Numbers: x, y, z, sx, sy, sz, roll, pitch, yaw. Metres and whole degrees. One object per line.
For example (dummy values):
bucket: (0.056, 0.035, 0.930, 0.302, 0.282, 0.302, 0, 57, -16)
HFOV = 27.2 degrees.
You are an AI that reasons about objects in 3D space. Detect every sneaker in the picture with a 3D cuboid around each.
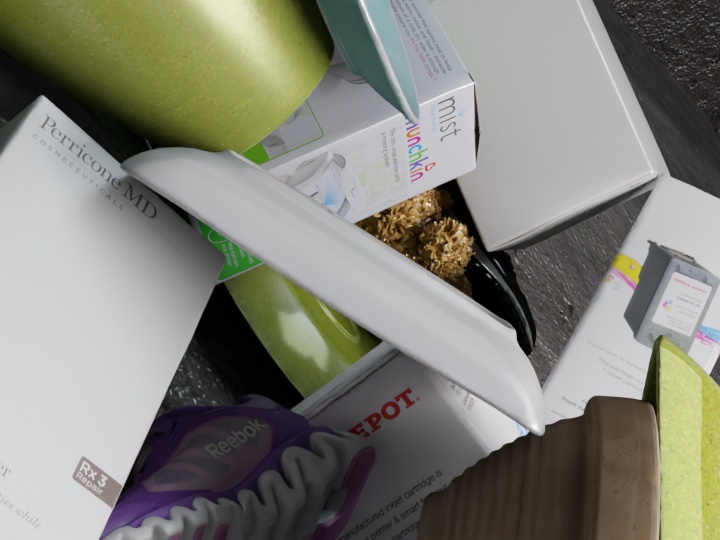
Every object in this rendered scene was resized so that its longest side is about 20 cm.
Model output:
sneaker: (-0.082, 0.109, 0.707, 0.088, 0.081, 0.199, 36, 30, 24)
sneaker: (0.080, -0.030, 1.056, 0.088, 0.075, 0.201, -52, 120, -33)

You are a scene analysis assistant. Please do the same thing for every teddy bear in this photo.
teddy bear: (0.018, -0.026, 0.977, 0.144, 0.201, 0.067, 25, 54, 24)

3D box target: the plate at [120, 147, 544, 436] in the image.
plate: (0.000, 0.000, 0.672, 0.198, 0.033, 0.200, 32, 2, 3)

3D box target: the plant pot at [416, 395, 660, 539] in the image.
plant pot: (0.065, 0.150, 0.617, 0.201, 0.091, 0.204, 7, 90, -85)

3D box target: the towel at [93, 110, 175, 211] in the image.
towel: (-0.180, -0.077, 0.815, 0.199, 0.048, 0.173, 24, 38, -54)

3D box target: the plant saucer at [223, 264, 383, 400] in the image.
plant saucer: (-0.028, 0.030, 0.952, 0.201, 0.031, 0.200, 51, 10, -13)

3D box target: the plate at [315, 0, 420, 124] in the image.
plate: (-0.015, -0.163, 0.724, 0.200, 0.025, 0.203, -20, 91, -83)

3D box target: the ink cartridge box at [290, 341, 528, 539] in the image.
ink cartridge box: (0.040, 0.144, 0.820, 0.201, 0.144, 0.084, 52, 20, -5)

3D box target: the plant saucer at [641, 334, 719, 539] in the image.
plant saucer: (0.139, 0.164, 0.647, 0.201, 0.047, 0.202, 86, 10, -55)

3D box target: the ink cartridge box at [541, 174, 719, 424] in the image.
ink cartridge box: (0.166, 0.065, 0.920, 0.085, 0.148, 0.201, 26, 55, 11)

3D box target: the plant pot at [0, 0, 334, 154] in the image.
plant pot: (-0.106, -0.152, 0.694, 0.200, 0.186, 0.188, 49, 21, -24)

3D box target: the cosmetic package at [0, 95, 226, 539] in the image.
cosmetic package: (-0.142, 0.042, 0.579, 0.113, 0.081, 0.201, 40, 44, -22)

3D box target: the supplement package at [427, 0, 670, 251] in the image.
supplement package: (0.106, -0.127, 0.977, 0.202, 0.119, 0.121, 67, 16, 6)

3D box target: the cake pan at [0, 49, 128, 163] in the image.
cake pan: (-0.174, -0.012, 0.670, 0.199, 0.037, 0.203, 27, 49, -36)

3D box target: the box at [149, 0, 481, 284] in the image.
box: (-0.050, -0.126, 0.869, 0.097, 0.175, 0.201, 81, -17, -62)
